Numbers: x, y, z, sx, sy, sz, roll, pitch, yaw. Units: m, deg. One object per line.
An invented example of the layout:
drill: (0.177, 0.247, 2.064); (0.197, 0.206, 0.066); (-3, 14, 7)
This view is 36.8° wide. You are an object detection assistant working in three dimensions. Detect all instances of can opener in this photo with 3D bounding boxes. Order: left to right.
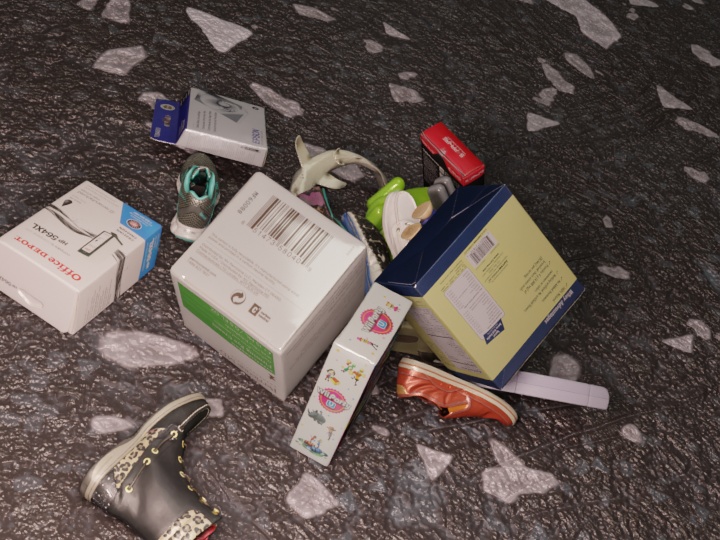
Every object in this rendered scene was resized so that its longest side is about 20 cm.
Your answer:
can opener: (0.172, -0.060, 1.764); (0.053, 0.066, 0.202); (-48, 116, -48)

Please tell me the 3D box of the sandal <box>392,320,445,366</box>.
sandal: (0.119, 0.116, 1.632); (0.197, 0.081, 0.058); (3, 42, -4)

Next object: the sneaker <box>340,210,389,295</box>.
sneaker: (0.000, 0.000, 1.681); (0.078, 0.088, 0.203); (23, 44, -56)

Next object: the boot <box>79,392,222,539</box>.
boot: (-0.218, 0.251, 1.307); (0.153, 0.074, 0.203); (38, 44, 15)

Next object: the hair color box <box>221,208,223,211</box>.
hair color box: (-0.133, -0.017, 1.675); (0.197, 0.065, 0.110); (17, 37, -10)

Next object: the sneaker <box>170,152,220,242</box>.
sneaker: (-0.254, -0.137, 1.732); (0.076, 0.092, 0.202); (11, 39, -15)

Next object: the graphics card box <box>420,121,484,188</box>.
graphics card box: (0.159, -0.143, 1.863); (0.050, 0.202, 0.126); (-30, 56, -17)

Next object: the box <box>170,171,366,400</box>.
box: (-0.122, 0.022, 1.493); (0.198, 0.172, 0.201); (34, 67, 15)

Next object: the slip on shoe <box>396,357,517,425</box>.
slip on shoe: (0.138, 0.188, 1.575); (0.197, 0.062, 0.074); (23, -9, -15)

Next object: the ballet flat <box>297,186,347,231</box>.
ballet flat: (-0.060, -0.060, 1.666); (0.070, 0.070, 0.201); (-22, 39, -6)

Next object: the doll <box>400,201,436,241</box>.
doll: (0.146, -0.007, 1.615); (0.199, 0.048, 0.138); (40, 62, -21)

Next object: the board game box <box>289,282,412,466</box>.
board game box: (-0.012, 0.138, 1.436); (0.063, 0.202, 0.148); (27, 38, 7)

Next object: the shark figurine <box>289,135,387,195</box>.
shark figurine: (-0.055, -0.174, 1.896); (0.212, 0.089, 0.130); (-17, 85, -30)

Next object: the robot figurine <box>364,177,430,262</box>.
robot figurine: (0.085, -0.076, 1.803); (0.198, 0.116, 0.176); (-16, 62, -48)

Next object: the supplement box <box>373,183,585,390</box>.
supplement box: (0.167, 0.021, 1.524); (0.200, 0.134, 0.200); (-46, 109, -15)

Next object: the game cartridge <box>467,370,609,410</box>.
game cartridge: (0.261, 0.171, 1.608); (0.196, 0.041, 0.133); (12, -1, -15)

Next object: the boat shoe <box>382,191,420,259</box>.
boat shoe: (0.083, -0.040, 1.655); (0.070, 0.069, 0.203); (9, 60, -33)

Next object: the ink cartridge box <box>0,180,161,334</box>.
ink cartridge box: (-0.397, -0.022, 1.528); (0.144, 0.085, 0.200); (30, 37, 9)

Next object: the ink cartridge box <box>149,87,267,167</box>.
ink cartridge box: (-0.261, -0.258, 1.884); (0.196, 0.041, 0.201); (12, 27, -14)
